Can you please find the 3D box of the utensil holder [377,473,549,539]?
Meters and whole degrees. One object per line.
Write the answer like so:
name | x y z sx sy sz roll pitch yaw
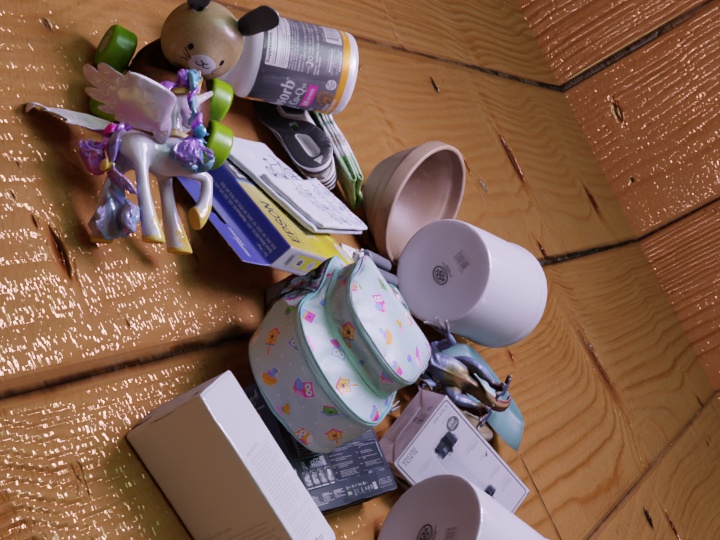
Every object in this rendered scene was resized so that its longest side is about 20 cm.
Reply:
utensil holder | 0.137 0.358 1.371 0.200 0.170 0.170 41 31 -31

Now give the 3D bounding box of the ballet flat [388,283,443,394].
ballet flat | 0.065 0.114 1.622 0.201 0.072 0.072 55 25 -12

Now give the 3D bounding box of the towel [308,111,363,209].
towel | -0.043 -0.199 1.685 0.200 0.031 0.149 63 -5 11

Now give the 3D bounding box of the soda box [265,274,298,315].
soda box | -0.033 0.083 1.450 0.200 0.063 0.070 39 33 -39

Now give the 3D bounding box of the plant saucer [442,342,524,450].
plant saucer | 0.192 0.180 1.741 0.200 0.036 0.200 52 8 -10

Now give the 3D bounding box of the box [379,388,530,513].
box | 0.118 0.263 1.486 0.200 0.060 0.117 48 71 -24

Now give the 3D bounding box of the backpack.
backpack | -0.024 0.091 1.247 0.176 0.153 0.200 57 32 -12

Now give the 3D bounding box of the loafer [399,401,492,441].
loafer | 0.120 0.213 1.592 0.200 0.076 0.068 15 57 -58

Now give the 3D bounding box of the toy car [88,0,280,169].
toy car | -0.184 -0.242 1.298 0.164 0.200 0.158 25 40 -30

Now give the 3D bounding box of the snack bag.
snack bag | -0.092 -0.113 1.472 0.200 0.021 0.188 41 13 14

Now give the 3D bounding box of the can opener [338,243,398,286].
can opener | 0.000 0.000 1.616 0.053 0.066 0.200 67 17 12

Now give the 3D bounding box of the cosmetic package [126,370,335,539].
cosmetic package | -0.123 0.208 1.104 0.200 0.101 0.074 60 24 -6

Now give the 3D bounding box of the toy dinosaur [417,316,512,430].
toy dinosaur | 0.104 0.144 1.571 0.181 0.105 0.200 29 -15 20

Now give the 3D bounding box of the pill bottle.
pill bottle | -0.112 -0.281 1.537 0.199 0.116 0.117 8 51 -22

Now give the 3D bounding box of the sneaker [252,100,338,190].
sneaker | -0.093 -0.189 1.643 0.201 0.075 0.115 60 -7 31

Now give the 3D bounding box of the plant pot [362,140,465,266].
plant pot | 0.068 -0.112 1.766 0.093 0.201 0.201 27 7 31

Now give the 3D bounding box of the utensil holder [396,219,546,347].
utensil holder | 0.169 0.021 1.756 0.200 0.170 0.170 19 47 -56

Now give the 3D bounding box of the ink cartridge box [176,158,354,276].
ink cartridge box | -0.120 -0.070 1.390 0.198 0.047 0.200 49 15 30

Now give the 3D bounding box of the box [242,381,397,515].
box | -0.050 0.198 1.311 0.200 0.051 0.158 2 63 -61

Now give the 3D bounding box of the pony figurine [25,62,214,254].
pony figurine | -0.232 -0.126 1.193 0.193 0.166 0.201 8 81 -45
